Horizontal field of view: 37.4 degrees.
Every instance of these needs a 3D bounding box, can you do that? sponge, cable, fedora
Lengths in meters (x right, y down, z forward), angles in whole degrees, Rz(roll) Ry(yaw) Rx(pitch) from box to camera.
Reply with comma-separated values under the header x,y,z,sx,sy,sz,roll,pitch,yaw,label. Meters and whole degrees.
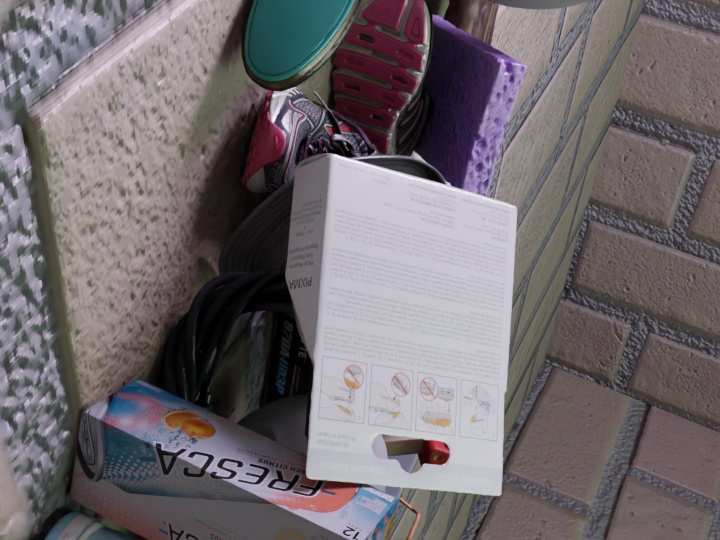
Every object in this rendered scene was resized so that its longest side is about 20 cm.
x,y,z,sx,sy,sz,roll,pitch,yaw,label
0.076,-0.149,0.922,0.200,0.029,0.113,-126,-134,-60,sponge
-0.067,0.095,0.716,0.051,0.162,0.202,9,107,-60,cable
0.000,0.000,0.795,0.176,0.091,0.199,-40,158,22,fedora

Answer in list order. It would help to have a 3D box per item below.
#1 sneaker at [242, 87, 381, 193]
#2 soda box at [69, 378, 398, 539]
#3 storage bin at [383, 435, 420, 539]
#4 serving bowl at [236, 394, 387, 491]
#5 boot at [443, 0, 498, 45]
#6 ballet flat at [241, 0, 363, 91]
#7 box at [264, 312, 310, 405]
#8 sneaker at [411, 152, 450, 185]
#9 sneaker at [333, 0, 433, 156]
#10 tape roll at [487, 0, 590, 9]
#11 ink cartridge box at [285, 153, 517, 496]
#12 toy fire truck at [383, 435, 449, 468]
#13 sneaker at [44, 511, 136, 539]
x,y,z,sx,sy,sz,roll,pitch,yaw,label
-0.027,-0.086,0.790,0.082,0.074,0.200,-71,164,7,sneaker
-0.080,0.142,0.661,0.063,0.198,0.069,-33,141,-63,soda box
-0.004,0.219,1.048,0.202,0.144,0.134,-62,-177,-20,storage bin
-0.076,0.171,0.812,0.066,0.199,0.201,47,57,-27,serving bowl
0.122,-0.246,1.063,0.186,0.064,0.203,-12,112,-57,boot
-0.018,-0.204,0.692,0.068,0.067,0.202,43,68,-82,ballet flat
-0.023,0.048,1.018,0.200,0.046,0.161,-44,150,-56,box
0.056,-0.067,1.014,0.078,0.099,0.200,-43,-176,41,sneaker
0.023,-0.152,0.884,0.088,0.073,0.202,-55,162,-45,sneaker
0.141,-0.325,0.824,0.204,0.201,0.140,-62,162,-24,tape roll
0.026,0.038,0.703,0.161,0.057,0.203,12,80,-32,ink cartridge box
-0.013,0.191,0.913,0.049,0.197,0.143,-108,-150,-63,toy fire truck
-0.136,0.237,0.722,0.200,0.129,0.080,77,37,-65,sneaker
